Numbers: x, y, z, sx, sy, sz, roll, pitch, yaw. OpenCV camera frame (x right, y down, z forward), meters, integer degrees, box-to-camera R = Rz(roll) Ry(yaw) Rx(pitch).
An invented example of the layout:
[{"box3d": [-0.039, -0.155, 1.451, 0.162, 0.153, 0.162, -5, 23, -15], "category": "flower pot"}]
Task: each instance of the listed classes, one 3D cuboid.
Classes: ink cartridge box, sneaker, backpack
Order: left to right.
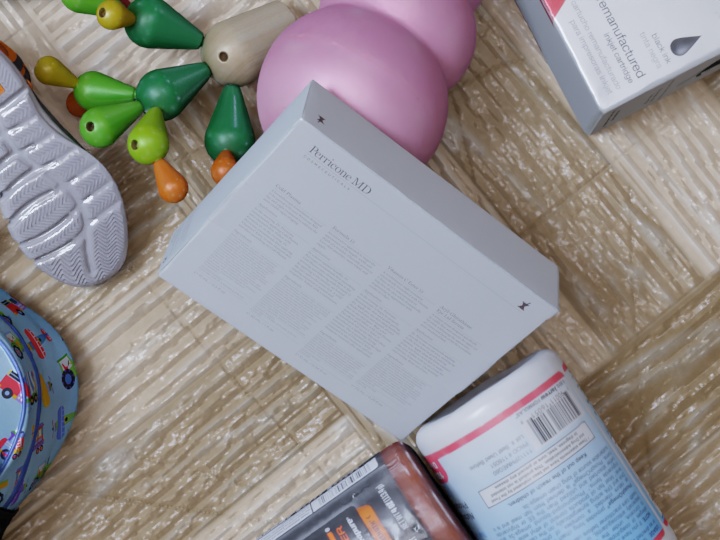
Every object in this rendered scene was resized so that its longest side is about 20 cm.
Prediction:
[{"box3d": [-0.286, 0.098, 0.868, 0.182, 0.135, 0.200, 35, 85, 2], "category": "backpack"}, {"box3d": [-0.221, -0.087, 0.907, 0.077, 0.112, 0.200, -29, 120, -4], "category": "sneaker"}, {"box3d": [0.209, -0.203, 0.897, 0.199, 0.084, 0.145, -27, 85, -1], "category": "ink cartridge box"}]

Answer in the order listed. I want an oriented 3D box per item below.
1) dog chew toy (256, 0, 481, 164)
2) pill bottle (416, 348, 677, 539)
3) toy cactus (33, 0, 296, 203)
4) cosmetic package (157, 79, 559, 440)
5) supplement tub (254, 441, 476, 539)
[{"box3d": [0.018, -0.148, 0.883, 0.124, 0.125, 0.200, 29, 69, 3], "category": "dog chew toy"}, {"box3d": [0.131, 0.159, 0.864, 0.109, 0.109, 0.200, -33, 86, -1], "category": "pill bottle"}, {"box3d": [-0.113, -0.121, 0.909, 0.165, 0.102, 0.200, -35, 83, -20], "category": "toy cactus"}, {"box3d": [0.000, 0.000, 0.839, 0.200, 0.052, 0.151, 36, 125, -18], "category": "cosmetic package"}, {"box3d": [-0.024, 0.206, 0.866, 0.200, 0.107, 0.107, -36, 86, -1], "category": "supplement tub"}]
